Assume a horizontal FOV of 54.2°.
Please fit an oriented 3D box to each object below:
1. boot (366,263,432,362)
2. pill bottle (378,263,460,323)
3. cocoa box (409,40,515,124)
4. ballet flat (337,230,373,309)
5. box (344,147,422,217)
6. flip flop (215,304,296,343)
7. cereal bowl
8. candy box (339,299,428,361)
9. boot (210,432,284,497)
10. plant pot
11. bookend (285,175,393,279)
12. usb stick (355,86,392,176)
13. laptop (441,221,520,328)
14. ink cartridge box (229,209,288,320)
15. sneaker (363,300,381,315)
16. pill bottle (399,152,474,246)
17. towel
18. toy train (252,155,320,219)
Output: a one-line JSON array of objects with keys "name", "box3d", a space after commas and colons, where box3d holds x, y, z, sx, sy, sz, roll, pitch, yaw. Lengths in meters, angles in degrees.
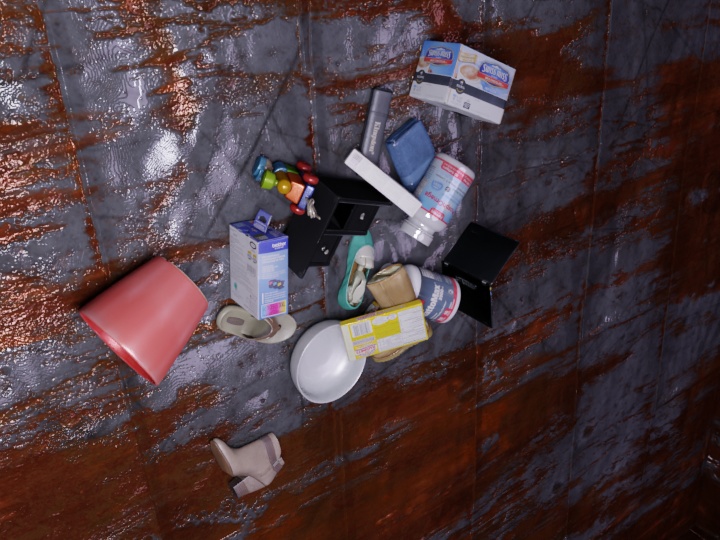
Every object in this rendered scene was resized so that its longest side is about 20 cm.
[{"name": "boot", "box3d": [0.064, 0.102, 1.676, 0.173, 0.066, 0.202, -29, 119, 3]}, {"name": "pill bottle", "box3d": [0.140, 0.052, 1.760, 0.197, 0.119, 0.122, 16, 99, -27]}, {"name": "cocoa box", "box3d": [0.237, -0.436, 1.630, 0.197, 0.133, 0.134, 8, 103, -39]}, {"name": "ballet flat", "box3d": [0.000, 0.000, 1.670, 0.066, 0.070, 0.204, 7, 104, -38]}, {"name": "box", "box3d": [0.051, -0.198, 1.578, 0.199, 0.039, 0.042, 37, 102, -9]}, {"name": "flip flop", "box3d": [-0.225, 0.123, 1.557, 0.198, 0.057, 0.082, 17, 98, -40]}, {"name": "cereal bowl", "box3d": [-0.087, 0.207, 1.681, 0.197, 0.083, 0.204, -15, 117, -32]}, {"name": "candy box", "box3d": [0.056, 0.140, 1.641, 0.196, 0.027, 0.104, -15, 121, -4]}, {"name": "boot", "box3d": [-0.260, 0.433, 1.661, 0.145, 0.070, 0.203, -35, 127, -29]}, {"name": "plant pot", "box3d": [-0.398, 0.084, 1.336, 0.178, 0.199, 0.202, -49, 130, -21]}, {"name": "bookend", "box3d": [-0.056, -0.093, 1.554, 0.197, 0.092, 0.202, -1, 125, -53]}, {"name": "usb stick", "box3d": [0.030, -0.310, 1.589, 0.055, 0.033, 0.204, 4, 107, -32]}, {"name": "laptop", "box3d": [0.313, 0.009, 1.835, 0.114, 0.186, 0.204, -23, 121, -27]}, {"name": "ink cartridge box", "box3d": [-0.211, -0.019, 1.458, 0.075, 0.136, 0.204, -14, 117, -33]}, {"name": "sneaker", "box3d": [0.090, 0.134, 1.789, 0.198, 0.077, 0.084, 21, 94, -41]}, {"name": "pill bottle", "box3d": [0.176, -0.165, 1.652, 0.108, 0.108, 0.202, 26, 97, -40]}, {"name": "towel", "box3d": [0.133, -0.254, 1.681, 0.111, 0.048, 0.202, -39, 128, -13]}, {"name": "toy train", "box3d": [-0.148, -0.165, 1.402, 0.114, 0.201, 0.086, 18, 111, -24]}]
